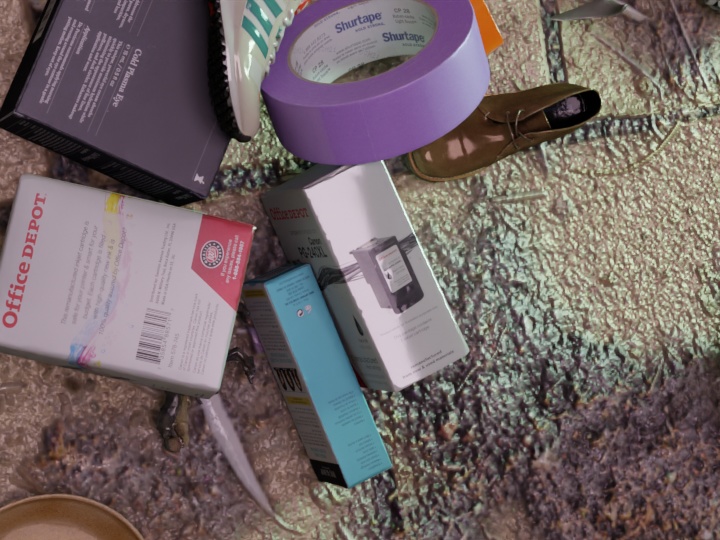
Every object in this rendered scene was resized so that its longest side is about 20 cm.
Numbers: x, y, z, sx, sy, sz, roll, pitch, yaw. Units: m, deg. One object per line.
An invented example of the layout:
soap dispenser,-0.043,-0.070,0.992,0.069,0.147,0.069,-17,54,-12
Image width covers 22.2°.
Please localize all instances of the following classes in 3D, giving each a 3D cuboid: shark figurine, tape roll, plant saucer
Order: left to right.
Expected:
plant saucer,-0.271,0.292,1.591,0.200,0.035,0.201,1,88,-21
tape roll,0.010,-0.177,1.618,0.200,0.200,0.066,-33,129,-19
shark figurine,0.240,-0.346,1.802,0.089,0.128,0.215,16,101,5

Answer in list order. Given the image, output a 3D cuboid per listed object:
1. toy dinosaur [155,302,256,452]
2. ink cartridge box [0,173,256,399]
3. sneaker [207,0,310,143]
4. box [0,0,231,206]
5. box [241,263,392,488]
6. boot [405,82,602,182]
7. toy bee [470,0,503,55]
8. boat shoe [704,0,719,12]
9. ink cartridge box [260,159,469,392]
toy dinosaur,-0.141,0.062,1.646,0.088,0.047,0.200,0,85,-14
ink cartridge box,-0.205,0.017,1.549,0.200,0.145,0.146,14,83,-7
sneaker,-0.081,-0.210,1.552,0.093,0.070,0.200,-4,87,-15
box,-0.192,-0.183,1.602,0.182,0.104,0.200,25,80,-17
box,-0.041,0.095,1.661,0.049,0.082,0.200,-24,97,-19
boot,0.138,-0.138,1.742,0.200,0.075,0.074,-21,97,-19
toy bee,0.070,-0.296,1.718,0.131,0.109,0.200,-17,120,-24
boat shoe,0.373,-0.289,1.848,0.200,0.074,0.067,44,89,-4
ink cartridge box,0.000,0.000,1.646,0.083,0.145,0.200,-27,98,-17
